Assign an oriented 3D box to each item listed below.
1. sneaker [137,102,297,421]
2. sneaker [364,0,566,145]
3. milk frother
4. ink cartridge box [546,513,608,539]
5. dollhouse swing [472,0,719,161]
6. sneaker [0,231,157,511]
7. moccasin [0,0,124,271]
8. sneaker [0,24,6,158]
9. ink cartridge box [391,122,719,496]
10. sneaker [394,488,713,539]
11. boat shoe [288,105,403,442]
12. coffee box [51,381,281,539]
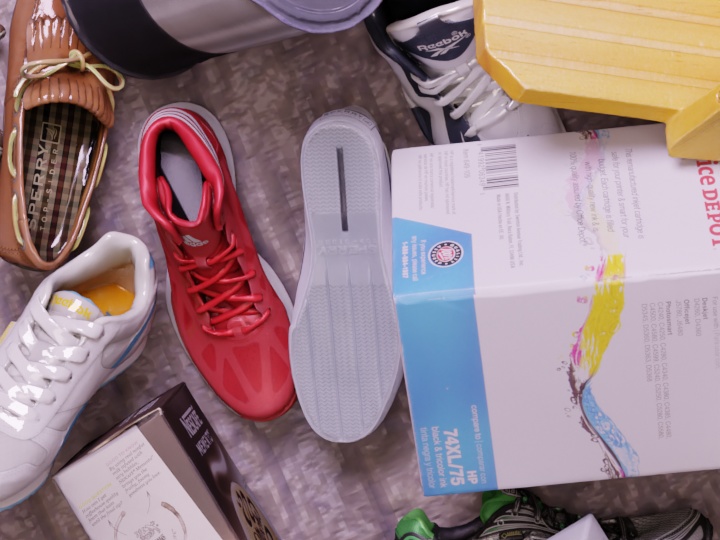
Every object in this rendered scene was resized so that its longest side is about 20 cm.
[{"bbox_3d":[-0.093,0.001,1.354,0.078,0.116,0.201,-22,94,6],"label":"sneaker"},{"bbox_3d":[0.056,-0.118,1.324,0.079,0.130,0.200,-26,94,7],"label":"sneaker"},{"bbox_3d":[-0.094,-0.225,1.274,0.200,0.187,0.182,37,66,-27],"label":"milk frother"},{"bbox_3d":[0.143,0.258,1.273,0.083,0.145,0.201,-32,95,15],"label":"ink cartridge box"},{"bbox_3d":[0.178,-0.186,1.243,0.175,0.182,0.202,16,58,-27],"label":"dollhouse swing"},{"bbox_3d":[-0.185,0.055,1.326,0.076,0.200,0.081,27,137,8],"label":"sneaker"},{"bbox_3d":[-0.178,-0.101,1.357,0.073,0.078,0.203,16,86,-26],"label":"moccasin"},{"bbox_3d":[-0.250,-0.059,1.384,0.075,0.070,0.202,-1,97,-1],"label":"sneaker"},{"bbox_3d":[0.124,0.019,1.301,0.198,0.147,0.147,-5,126,5],"label":"ink cartridge box"},{"bbox_3d":[0.113,0.168,1.375,0.198,0.078,0.086,-10,94,6],"label":"sneaker"},{"bbox_3d":[0.000,0.000,1.372,0.073,0.067,0.202,7,107,11],"label":"boat shoe"},{"bbox_3d":[-0.092,0.177,1.374,0.079,0.113,0.201,-31,93,6],"label":"coffee box"}]
